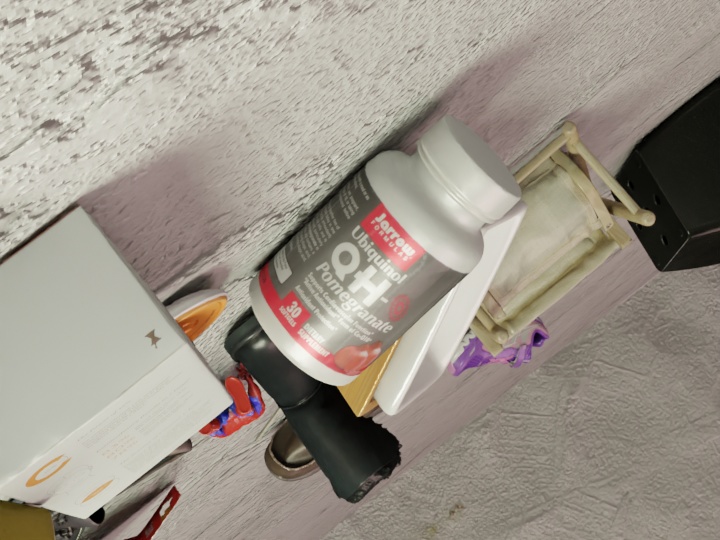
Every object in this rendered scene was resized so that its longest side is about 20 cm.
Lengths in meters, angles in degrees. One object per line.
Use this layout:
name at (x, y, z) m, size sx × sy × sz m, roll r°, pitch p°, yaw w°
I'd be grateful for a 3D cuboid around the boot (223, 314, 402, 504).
boot at (-0.033, 0.115, 1.181) m, size 0.076 × 0.168 × 0.200 m, roll -38°, pitch 167°, yaw -7°

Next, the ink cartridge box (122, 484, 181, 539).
ink cartridge box at (-0.260, 0.296, 1.390) m, size 0.200 × 0.050 × 0.161 m, roll -57°, pitch -173°, yaw -10°

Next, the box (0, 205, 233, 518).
box at (-0.160, 0.062, 0.788) m, size 0.124 × 0.098 × 0.200 m, roll -38°, pitch 168°, yaw -8°

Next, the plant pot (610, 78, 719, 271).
plant pot at (0.444, -0.110, 1.779) m, size 0.177 × 0.200 × 0.200 m, roll -25°, pitch 164°, yaw -12°

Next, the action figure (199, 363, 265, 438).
action figure at (-0.120, 0.122, 1.233) m, size 0.065 × 0.052 × 0.200 m, roll -33°, pitch 172°, yaw -5°

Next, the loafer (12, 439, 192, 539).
loafer at (-0.218, 0.176, 1.097) m, size 0.200 × 0.063 × 0.072 m, roll -43°, pitch 167°, yaw 13°

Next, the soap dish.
soap dish at (0.053, 0.013, 1.151) m, size 0.201 × 0.081 × 0.157 m, roll -64°, pitch 166°, yaw 20°

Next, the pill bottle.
pill bottle at (0.020, -0.017, 1.009) m, size 0.200 × 0.111 × 0.111 m, roll -44°, pitch 167°, yaw 18°

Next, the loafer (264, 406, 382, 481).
loafer at (-0.035, 0.165, 1.612) m, size 0.200 × 0.073 × 0.071 m, roll -41°, pitch 158°, yaw -17°

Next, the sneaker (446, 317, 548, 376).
sneaker at (0.217, 0.115, 2.099) m, size 0.200 × 0.089 × 0.081 m, roll -30°, pitch 166°, yaw -34°

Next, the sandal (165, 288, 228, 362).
sandal at (-0.164, 0.094, 0.976) m, size 0.206 × 0.059 × 0.079 m, roll -40°, pitch 168°, yaw 0°

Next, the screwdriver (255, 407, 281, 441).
screwdriver at (-0.075, 0.139, 1.450) m, size 0.028 × 0.029 × 0.200 m, roll -29°, pitch 158°, yaw -39°

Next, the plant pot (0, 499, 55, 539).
plant pot at (-0.285, 0.209, 0.667) m, size 0.194 × 0.196 × 0.200 m, roll -26°, pitch 143°, yaw 22°

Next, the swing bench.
swing bench at (0.176, -0.026, 1.411) m, size 0.199 × 0.130 × 0.200 m, roll -40°, pitch 173°, yaw -1°

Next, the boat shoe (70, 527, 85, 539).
boat shoe at (-0.291, 0.280, 1.252) m, size 0.075 × 0.060 × 0.200 m, roll -28°, pitch 163°, yaw -44°
